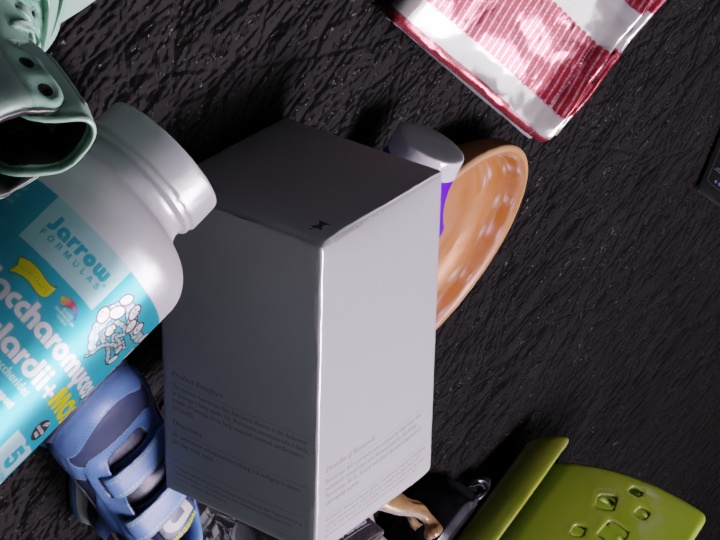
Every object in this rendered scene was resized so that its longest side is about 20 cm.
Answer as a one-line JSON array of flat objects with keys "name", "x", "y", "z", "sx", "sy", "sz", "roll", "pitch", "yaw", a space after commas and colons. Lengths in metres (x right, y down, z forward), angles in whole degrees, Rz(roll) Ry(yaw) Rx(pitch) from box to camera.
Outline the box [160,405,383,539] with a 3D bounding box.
[{"name": "box", "x": -0.090, "y": 0.198, "z": 1.448, "sx": 0.048, "sy": 0.158, "sz": 0.200, "roll": -28, "pitch": 150, "yaw": -53}]

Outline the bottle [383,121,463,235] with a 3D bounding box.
[{"name": "bottle", "x": 0.000, "y": 0.000, "z": 1.412, "sx": 0.065, "sy": 0.083, "sz": 0.200, "roll": -89, "pitch": -155, "yaw": -62}]

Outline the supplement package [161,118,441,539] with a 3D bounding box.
[{"name": "supplement package", "x": -0.034, "y": 0.035, "z": 1.265, "sx": 0.117, "sy": 0.117, "sz": 0.200, "roll": -31, "pitch": 133, "yaw": -45}]

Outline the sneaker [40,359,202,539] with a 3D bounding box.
[{"name": "sneaker", "x": -0.134, "y": 0.117, "z": 1.324, "sx": 0.074, "sy": 0.082, "sz": 0.200, "roll": -44, "pitch": 157, "yaw": -16}]

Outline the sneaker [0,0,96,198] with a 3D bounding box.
[{"name": "sneaker", "x": -0.134, "y": -0.087, "z": 0.916, "sx": 0.200, "sy": 0.118, "sz": 0.074, "roll": -35, "pitch": 153, "yaw": -41}]

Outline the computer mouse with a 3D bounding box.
[{"name": "computer mouse", "x": 0.058, "y": 0.230, "z": 1.997, "sx": 0.139, "sy": 0.053, "sz": 0.200, "roll": -53, "pitch": 173, "yaw": -1}]

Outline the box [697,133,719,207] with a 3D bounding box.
[{"name": "box", "x": 0.419, "y": -0.137, "z": 2.032, "sx": 0.148, "sy": 0.124, "sz": 0.200, "roll": -36, "pitch": 154, "yaw": -34}]

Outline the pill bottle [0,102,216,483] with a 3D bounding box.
[{"name": "pill bottle", "x": -0.160, "y": 0.013, "z": 1.045, "sx": 0.200, "sy": 0.111, "sz": 0.111, "roll": -47, "pitch": 160, "yaw": -15}]

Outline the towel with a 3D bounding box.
[{"name": "towel", "x": 0.125, "y": -0.188, "z": 1.311, "sx": 0.144, "sy": 0.023, "sz": 0.200, "roll": 36, "pitch": 95, "yaw": -33}]

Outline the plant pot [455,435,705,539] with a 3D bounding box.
[{"name": "plant pot", "x": 0.184, "y": 0.285, "z": 2.115, "sx": 0.200, "sy": 0.181, "sz": 0.199, "roll": -50, "pitch": 170, "yaw": -26}]

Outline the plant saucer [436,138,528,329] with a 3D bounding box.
[{"name": "plant saucer", "x": 0.039, "y": -0.013, "z": 1.545, "sx": 0.200, "sy": 0.037, "sz": 0.200, "roll": -44, "pitch": 160, "yaw": -21}]

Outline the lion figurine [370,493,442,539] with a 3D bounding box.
[{"name": "lion figurine", "x": -0.014, "y": 0.199, "z": 1.736, "sx": 0.072, "sy": 0.123, "sz": 0.200, "roll": -33, "pitch": -174, "yaw": 25}]
